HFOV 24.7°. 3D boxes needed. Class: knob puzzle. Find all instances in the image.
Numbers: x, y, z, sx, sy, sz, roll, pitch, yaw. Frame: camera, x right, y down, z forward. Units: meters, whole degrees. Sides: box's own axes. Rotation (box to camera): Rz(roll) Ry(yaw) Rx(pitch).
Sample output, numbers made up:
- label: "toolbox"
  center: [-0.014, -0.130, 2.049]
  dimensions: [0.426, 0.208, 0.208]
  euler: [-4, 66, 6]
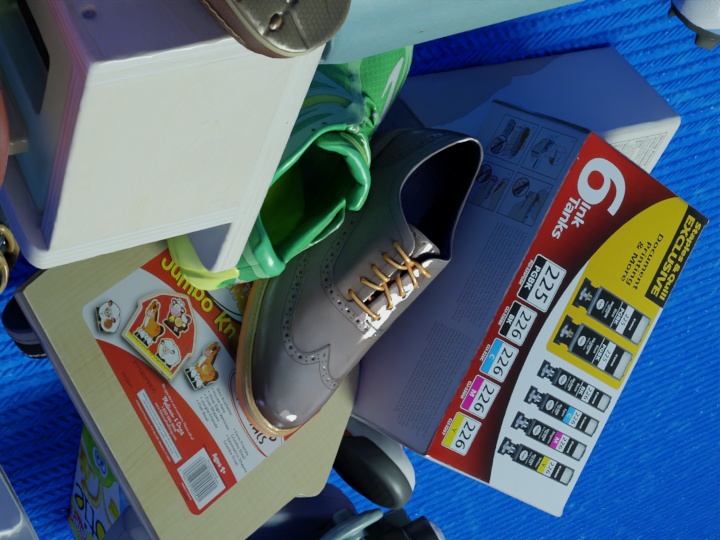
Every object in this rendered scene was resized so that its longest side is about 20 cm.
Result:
- label: "knob puzzle"
  center: [-0.074, 0.037, 0.881]
  dimensions: [0.219, 0.220, 0.030]
  euler: [-8, 178, -42]

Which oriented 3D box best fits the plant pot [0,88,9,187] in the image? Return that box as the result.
- label: "plant pot"
  center: [-0.216, -0.082, 0.573]
  dimensions: [0.201, 0.201, 0.195]
  euler: [-31, 160, -10]

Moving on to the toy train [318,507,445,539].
- label: "toy train"
  center: [-0.036, 0.217, 1.035]
  dimensions: [0.200, 0.085, 0.114]
  euler: [-30, 171, -5]

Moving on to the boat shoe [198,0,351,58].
- label: "boat shoe"
  center: [-0.072, -0.166, 0.603]
  dimensions: [0.072, 0.200, 0.068]
  euler: [-38, -169, -32]

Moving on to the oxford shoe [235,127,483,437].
- label: "oxford shoe"
  center: [0.000, 0.000, 0.879]
  dimensions: [0.071, 0.073, 0.200]
  euler: [41, 65, -29]

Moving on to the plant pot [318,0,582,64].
- label: "plant pot"
  center: [0.048, -0.188, 0.707]
  dimensions: [0.196, 0.200, 0.200]
  euler: [-22, 150, -10]

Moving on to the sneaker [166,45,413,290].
- label: "sneaker"
  center: [-0.019, -0.062, 0.865]
  dimensions: [0.200, 0.083, 0.074]
  euler: [-56, 134, -30]

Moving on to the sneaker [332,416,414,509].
- label: "sneaker"
  center: [0.007, 0.074, 1.069]
  dimensions: [0.108, 0.201, 0.067]
  euler: [-35, 119, -14]

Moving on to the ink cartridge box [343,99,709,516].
- label: "ink cartridge box"
  center: [0.111, 0.030, 0.965]
  dimensions: [0.176, 0.084, 0.200]
  euler: [28, 88, -43]

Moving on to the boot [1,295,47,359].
- label: "boot"
  center: [-0.093, 0.043, 0.950]
  dimensions: [0.203, 0.073, 0.154]
  euler: [-27, 121, -24]

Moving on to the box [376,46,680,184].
- label: "box"
  center: [0.096, -0.075, 1.040]
  dimensions: [0.200, 0.078, 0.095]
  euler: [-13, 144, -38]

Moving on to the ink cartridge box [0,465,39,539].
- label: "ink cartridge box"
  center: [-0.286, 0.189, 0.944]
  dimensions: [0.145, 0.145, 0.200]
  euler: [-13, 145, -36]

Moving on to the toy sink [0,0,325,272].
- label: "toy sink"
  center: [-0.110, -0.087, 0.715]
  dimensions: [0.112, 0.130, 0.200]
  euler: [-16, 156, -26]

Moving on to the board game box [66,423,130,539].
- label: "board game box"
  center: [-0.122, 0.141, 1.099]
  dimensions: [0.103, 0.105, 0.200]
  euler: [-19, 147, -29]

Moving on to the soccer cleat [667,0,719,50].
- label: "soccer cleat"
  center: [0.291, -0.191, 1.090]
  dimensions: [0.200, 0.070, 0.086]
  euler: [-10, 143, -40]

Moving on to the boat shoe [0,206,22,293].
- label: "boat shoe"
  center: [-0.187, -0.015, 0.797]
  dimensions: [0.200, 0.091, 0.071]
  euler: [-24, 150, -22]

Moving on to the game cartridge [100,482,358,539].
- label: "game cartridge"
  center: [-0.096, 0.186, 1.049]
  dimensions: [0.200, 0.042, 0.133]
  euler: [3, 130, -49]
